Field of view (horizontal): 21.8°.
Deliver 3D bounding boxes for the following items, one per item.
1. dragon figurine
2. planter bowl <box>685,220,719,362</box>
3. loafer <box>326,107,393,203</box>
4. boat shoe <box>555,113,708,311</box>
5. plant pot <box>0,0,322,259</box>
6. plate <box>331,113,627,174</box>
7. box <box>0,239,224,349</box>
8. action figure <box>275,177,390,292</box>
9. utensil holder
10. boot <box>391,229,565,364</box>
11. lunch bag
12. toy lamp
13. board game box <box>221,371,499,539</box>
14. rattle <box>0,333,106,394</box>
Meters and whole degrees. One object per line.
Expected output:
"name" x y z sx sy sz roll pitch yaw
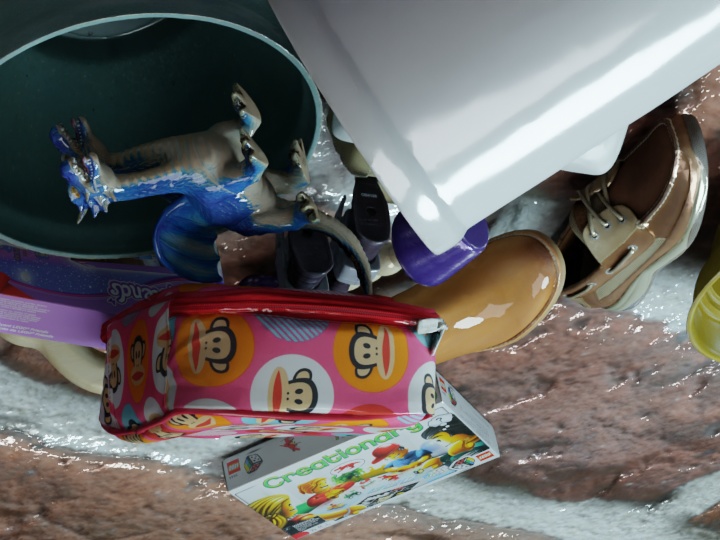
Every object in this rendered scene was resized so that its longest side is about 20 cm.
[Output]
"dragon figurine" -0.077 -0.034 0.976 0.099 0.059 0.200 -27 144 18
"planter bowl" 0.325 -0.017 1.379 0.200 0.083 0.200 -11 147 -7
"loafer" 0.012 -0.094 1.150 0.067 0.076 0.200 -23 147 1
"boat shoe" 0.184 -0.034 1.310 0.072 0.076 0.200 0 143 -17
"plant pot" -0.132 -0.118 1.007 0.200 0.134 0.200 -10 146 -7
"plate" 0.101 -0.149 1.068 0.200 0.032 0.200 6 115 -28
"box" -0.179 -0.022 1.130 0.200 0.137 0.039 12 139 -34
"action figure" -0.038 0.033 1.192 0.130 0.069 0.200 -5 143 -26
"utensil holder" 0.077 -0.132 0.943 0.200 0.170 0.170 -33 145 5
"boot" 0.039 0.042 1.315 0.200 0.074 0.155 -34 169 33
"lunch bag" -0.042 0.057 1.036 0.176 0.082 0.200 5 171 -23
"toy lamp" 0.000 0.000 1.262 0.200 0.058 0.058 -23 148 37
"board game box" 0.001 0.156 1.557 0.200 0.035 0.126 -24 145 15
"rattle" -0.194 0.006 1.265 0.200 0.143 0.130 5 112 -2
